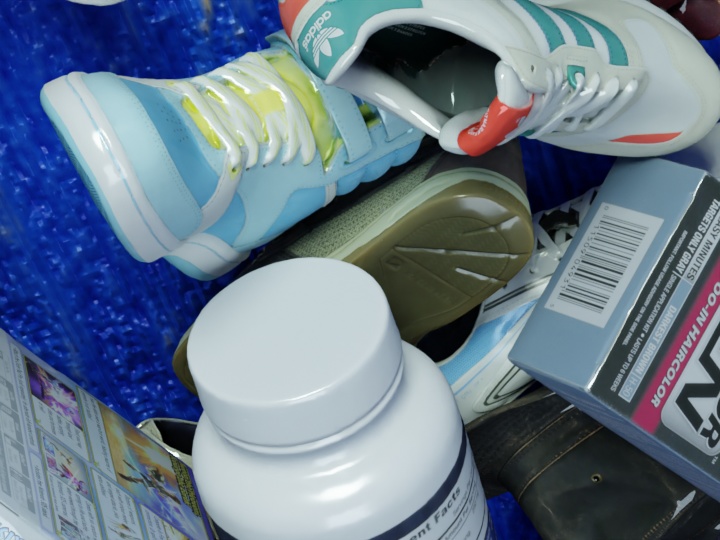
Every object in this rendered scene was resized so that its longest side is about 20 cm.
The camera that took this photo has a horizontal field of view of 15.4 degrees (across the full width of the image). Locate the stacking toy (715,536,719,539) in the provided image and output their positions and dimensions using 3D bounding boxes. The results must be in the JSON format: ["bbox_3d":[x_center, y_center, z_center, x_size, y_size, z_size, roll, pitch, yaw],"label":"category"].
[{"bbox_3d":[0.153,0.227,1.255,0.145,0.201,0.146,-5,166,-1],"label":"stacking toy"}]

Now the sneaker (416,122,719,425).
[{"bbox_3d":[0.089,-0.002,1.141,0.200,0.072,0.072,-36,121,13],"label":"sneaker"}]

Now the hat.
[{"bbox_3d":[0.125,0.090,1.179,0.200,0.081,0.201,-24,165,-7],"label":"hat"}]

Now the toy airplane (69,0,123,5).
[{"bbox_3d":[-0.170,-0.093,0.934,0.199,0.142,0.200,-31,143,23],"label":"toy airplane"}]

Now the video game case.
[{"bbox_3d":[-0.133,0.084,1.040,0.181,0.200,0.045,38,99,-21],"label":"video game case"}]

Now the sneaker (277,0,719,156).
[{"bbox_3d":[0.055,-0.067,0.981,0.199,0.094,0.070,19,125,-28],"label":"sneaker"}]

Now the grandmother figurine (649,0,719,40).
[{"bbox_3d":[0.128,-0.134,1.037,0.199,0.061,0.122,-28,115,8],"label":"grandmother figurine"}]

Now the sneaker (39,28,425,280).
[{"bbox_3d":[-0.040,-0.062,1.008,0.130,0.080,0.200,-31,173,6],"label":"sneaker"}]

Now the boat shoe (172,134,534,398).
[{"bbox_3d":[0.000,-0.001,1.118,0.072,0.066,0.201,36,135,-23],"label":"boat shoe"}]

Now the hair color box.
[{"bbox_3d":[0.164,0.045,1.087,0.200,0.061,0.099,34,83,-33],"label":"hair color box"}]

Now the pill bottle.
[{"bbox_3d":[-0.006,0.095,1.087,0.110,0.111,0.201,-17,129,1],"label":"pill bottle"}]

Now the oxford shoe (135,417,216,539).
[{"bbox_3d":[-0.106,0.102,1.197,0.199,0.071,0.074,-14,112,-6],"label":"oxford shoe"}]
